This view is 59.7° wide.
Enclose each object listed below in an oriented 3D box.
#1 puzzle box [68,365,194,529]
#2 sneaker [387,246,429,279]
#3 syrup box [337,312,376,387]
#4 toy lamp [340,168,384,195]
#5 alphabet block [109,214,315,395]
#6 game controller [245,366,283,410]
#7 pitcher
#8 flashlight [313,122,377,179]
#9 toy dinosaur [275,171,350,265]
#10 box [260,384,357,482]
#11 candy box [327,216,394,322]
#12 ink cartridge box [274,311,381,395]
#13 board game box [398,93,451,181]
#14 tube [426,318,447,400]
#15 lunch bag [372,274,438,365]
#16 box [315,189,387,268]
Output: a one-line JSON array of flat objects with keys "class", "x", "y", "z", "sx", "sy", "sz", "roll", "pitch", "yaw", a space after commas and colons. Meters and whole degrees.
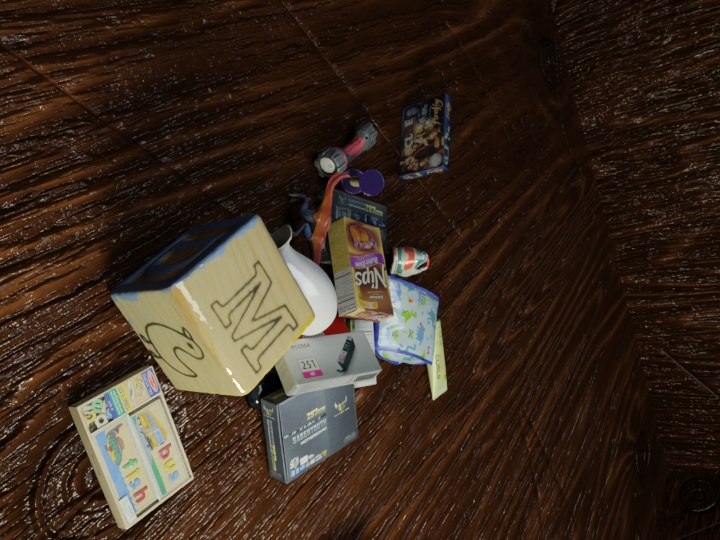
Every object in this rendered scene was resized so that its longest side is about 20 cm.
[{"class": "puzzle box", "x": -0.337, "y": 0.261, "z": 0.942, "sx": 0.133, "sy": 0.025, "sz": 0.201, "roll": -32, "pitch": 108, "yaw": -51}, {"class": "sneaker", "x": 0.110, "y": -0.006, "z": 1.444, "sx": 0.200, "sy": 0.093, "sz": 0.071, "roll": 86, "pitch": 4, "yaw": -75}, {"class": "syrup box", "x": -0.024, "y": 0.142, "z": 1.321, "sx": 0.081, "sy": 0.079, "sz": 0.201, "roll": 4, "pitch": 81, "yaw": -51}, {"class": "toy lamp", "x": -0.002, "y": -0.183, "z": 1.301, "sx": 0.058, "sy": 0.200, "sz": 0.058, "roll": -3, "pitch": 101, "yaw": -14}, {"class": "alphabet block", "x": -0.225, "y": 0.054, "z": 0.981, "sx": 0.196, "sy": 0.195, "sz": 0.200, "roll": -47, "pitch": 119, "yaw": -38}, {"class": "game controller", "x": -0.138, "y": 0.220, "z": 1.203, "sx": 0.200, "sy": 0.042, "sz": 0.105, "roll": 22, "pitch": 81, "yaw": -48}, {"class": "pitcher", "x": -0.144, "y": 0.023, "z": 1.121, "sx": 0.200, "sy": 0.171, "sz": 0.121, "roll": 57, "pitch": 43, "yaw": -35}, {"class": "flashlight", "x": -0.027, "y": -0.273, "z": 1.403, "sx": 0.200, "sy": 0.068, "sz": 0.068, "roll": -49, "pitch": 119, "yaw": -43}, {"class": "toy dinosaur", "x": -0.097, "y": -0.082, "z": 1.221, "sx": 0.105, "sy": 0.200, "sz": 0.182, "roll": 21, "pitch": 35, "yaw": -32}, {"class": "box", "x": -0.091, "y": 0.281, "z": 1.185, "sx": 0.200, "sy": 0.051, "sz": 0.158, "roll": -19, "pitch": 110, "yaw": -47}, {"class": "candy box", "x": 0.000, "y": 0.000, "z": 1.283, "sx": 0.116, "sy": 0.056, "sz": 0.201, "roll": 13, "pitch": 62, "yaw": -48}, {"class": "ink cartridge box", "x": -0.077, "y": 0.137, "z": 1.182, "sx": 0.199, "sy": 0.044, "sz": 0.174, "roll": -3, "pitch": 55, "yaw": -39}, {"class": "board game box", "x": 0.165, "y": -0.339, "z": 1.603, "sx": 0.035, "sy": 0.135, "sz": 0.201, "roll": 22, "pitch": 66, "yaw": -48}, {"class": "tube", "x": 0.194, "y": 0.225, "z": 1.613, "sx": 0.058, "sy": 0.052, "sz": 0.201, "roll": -9, "pitch": 98, "yaw": -12}, {"class": "lunch bag", "x": 0.086, "y": 0.117, "z": 1.429, "sx": 0.200, "sy": 0.127, "sz": 0.171, "roll": 32, "pitch": 59, "yaw": -56}, {"class": "box", "x": -0.017, "y": -0.084, "z": 1.393, "sx": 0.200, "sy": 0.051, "sz": 0.158, "roll": 10, "pitch": 76, "yaw": -50}]
